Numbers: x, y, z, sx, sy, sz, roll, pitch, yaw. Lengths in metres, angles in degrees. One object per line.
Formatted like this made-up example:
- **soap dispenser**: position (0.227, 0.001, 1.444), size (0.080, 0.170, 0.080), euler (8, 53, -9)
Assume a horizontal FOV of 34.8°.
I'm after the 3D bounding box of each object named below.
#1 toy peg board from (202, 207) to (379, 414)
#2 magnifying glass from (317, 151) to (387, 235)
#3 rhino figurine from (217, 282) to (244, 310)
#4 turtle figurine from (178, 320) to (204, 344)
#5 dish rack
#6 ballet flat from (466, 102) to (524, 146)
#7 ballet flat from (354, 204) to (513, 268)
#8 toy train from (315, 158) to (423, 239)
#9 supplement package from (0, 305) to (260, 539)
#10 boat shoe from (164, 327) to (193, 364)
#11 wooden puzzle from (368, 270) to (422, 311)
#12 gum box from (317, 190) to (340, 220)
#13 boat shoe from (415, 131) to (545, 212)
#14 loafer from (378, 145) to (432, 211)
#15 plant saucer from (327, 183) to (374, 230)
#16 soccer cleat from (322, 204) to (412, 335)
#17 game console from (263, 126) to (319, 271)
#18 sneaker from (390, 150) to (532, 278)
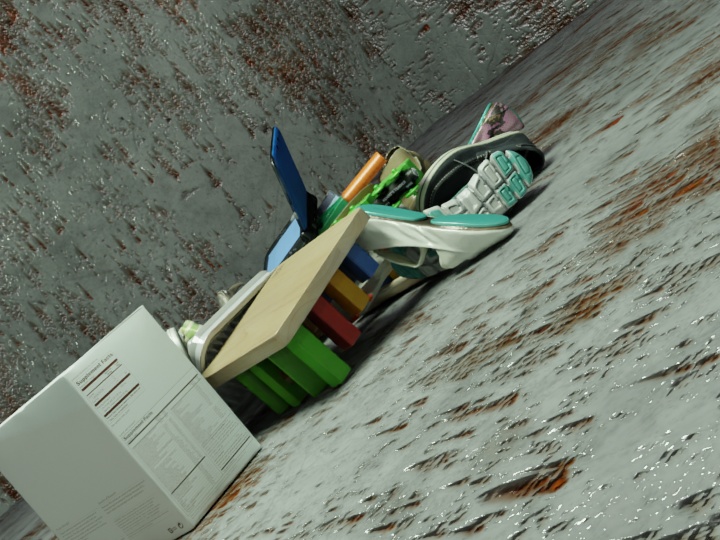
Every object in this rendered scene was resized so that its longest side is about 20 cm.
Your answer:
- **toy peg board**: position (-0.060, 0.060, 1.306), size (0.200, 0.098, 0.200), euler (-32, 20, 52)
- **magnifying glass**: position (-0.033, -0.081, 1.602), size (0.201, 0.022, 0.080), euler (-52, 15, 5)
- **rhino figurine**: position (-0.172, 0.104, 1.541), size (0.060, 0.087, 0.201), euler (131, 150, -53)
- **turtle figurine**: position (-0.233, 0.147, 1.652), size (0.199, 0.144, 0.194), euler (-36, 2, 0)
- **dish rack**: position (-0.151, 0.102, 1.433), size (0.043, 0.173, 0.200), euler (14, 37, 23)
- **ballet flat**: position (0.154, -0.131, 1.561), size (0.201, 0.071, 0.069), euler (-56, -8, 15)
- **ballet flat**: position (0.080, -0.035, 1.293), size (0.198, 0.070, 0.069), euler (6, 32, 28)
- **toy train**: position (-0.001, -0.062, 1.400), size (0.200, 0.042, 0.056), euler (-41, 9, 24)
- **supplement package**: position (-0.256, 0.187, 1.228), size (0.191, 0.200, 0.147), euler (-34, 8, 37)
- **boat shoe**: position (-0.218, 0.158, 1.323), size (0.064, 0.203, 0.075), euler (-13, 39, -20)
- **wooden puzzle**: position (0.077, -0.032, 1.495), size (0.200, 0.046, 0.185), euler (-45, 8, -39)
- **gum box**: position (-0.052, -0.024, 1.745), size (0.171, 0.044, 0.200), euler (-56, -16, 3)
- **boat shoe**: position (0.151, -0.118, 1.437), size (0.199, 0.075, 0.062), euler (-26, 40, -30)
- **loafer**: position (0.060, -0.123, 1.587), size (0.076, 0.067, 0.200), euler (-57, 9, 12)
- **plant saucer**: position (-0.029, -0.030, 1.603), size (0.201, 0.031, 0.200), euler (-53, -6, -8)
- **soccer cleat**: position (0.000, 0.000, 1.435), size (0.200, 0.069, 0.078), euler (-47, 20, 13)
- **game console**: position (-0.121, -0.078, 1.579), size (0.171, 0.118, 0.200), euler (-53, 13, 14)
- **sneaker**: position (0.122, -0.056, 1.370), size (0.199, 0.078, 0.091), euler (-37, -10, -1)
